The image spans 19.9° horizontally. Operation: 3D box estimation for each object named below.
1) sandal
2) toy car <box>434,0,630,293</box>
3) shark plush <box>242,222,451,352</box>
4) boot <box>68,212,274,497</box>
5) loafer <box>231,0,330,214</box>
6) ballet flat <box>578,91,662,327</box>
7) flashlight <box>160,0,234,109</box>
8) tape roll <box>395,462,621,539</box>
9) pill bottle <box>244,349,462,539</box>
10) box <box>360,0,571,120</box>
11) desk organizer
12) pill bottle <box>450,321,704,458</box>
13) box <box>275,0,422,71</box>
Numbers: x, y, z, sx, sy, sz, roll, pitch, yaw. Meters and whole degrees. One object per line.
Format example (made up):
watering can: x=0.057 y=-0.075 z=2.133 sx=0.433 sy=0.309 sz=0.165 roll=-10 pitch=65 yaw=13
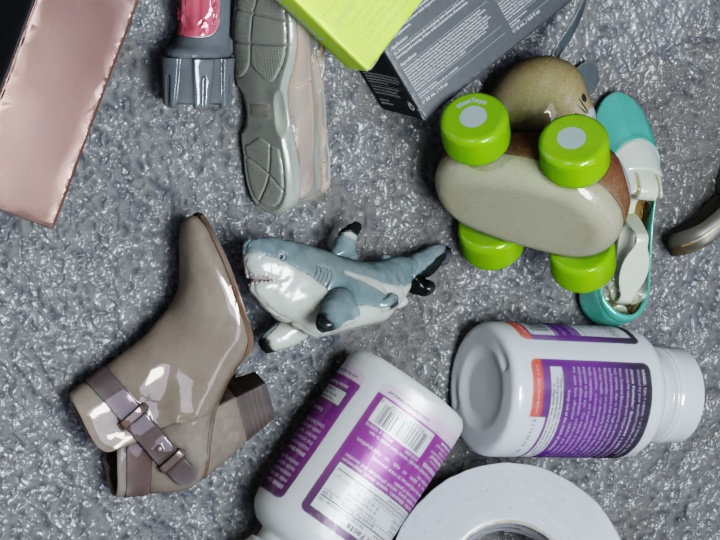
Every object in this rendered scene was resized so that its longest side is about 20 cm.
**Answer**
sandal: x=0.337 y=-0.088 z=1.800 sx=0.200 sy=0.082 sz=0.055 roll=-38 pitch=93 yaw=-9
toy car: x=0.161 y=-0.116 z=1.659 sx=0.165 sy=0.157 sz=0.201 roll=77 pitch=32 yaw=-52
shark plush: x=0.000 y=0.000 z=1.612 sx=0.199 sy=0.091 sz=0.084 roll=-14 pitch=85 yaw=-28
boot: x=-0.154 y=0.073 z=1.572 sx=0.145 sy=0.070 sz=0.201 roll=-22 pitch=103 yaw=-15
loafer: x=-0.056 y=-0.146 z=1.585 sx=0.063 sy=0.072 sz=0.202 roll=-17 pitch=114 yaw=-41
ballet flat: x=0.228 y=-0.049 z=1.742 sx=0.067 sy=0.070 sz=0.202 roll=0 pitch=99 yaw=-27
flashlight: x=-0.124 y=-0.222 z=1.529 sx=0.067 sy=0.068 sz=0.202 roll=3 pitch=100 yaw=-1
tape roll: x=0.121 y=0.262 z=1.689 sx=0.198 sy=0.066 sz=0.202 roll=-1 pitch=76 yaw=3
pill bottle: x=-0.015 y=0.174 z=1.636 sx=0.112 sy=0.112 sz=0.201 roll=39 pitch=82 yaw=-28
box: x=0.074 y=-0.237 z=1.621 sx=0.200 sy=0.079 sz=0.142 roll=-39 pitch=117 yaw=-15
desk organizer: x=-0.232 y=-0.138 z=1.486 sx=0.077 sy=0.072 sz=0.201 roll=21 pitch=90 yaw=-31
pill bottle: x=0.185 y=0.102 z=1.726 sx=0.199 sy=0.111 sz=0.112 roll=4 pitch=98 yaw=-28
box: x=-0.035 y=-0.255 z=1.498 sx=0.200 sy=0.048 sz=0.122 roll=42 pitch=79 yaw=-23
